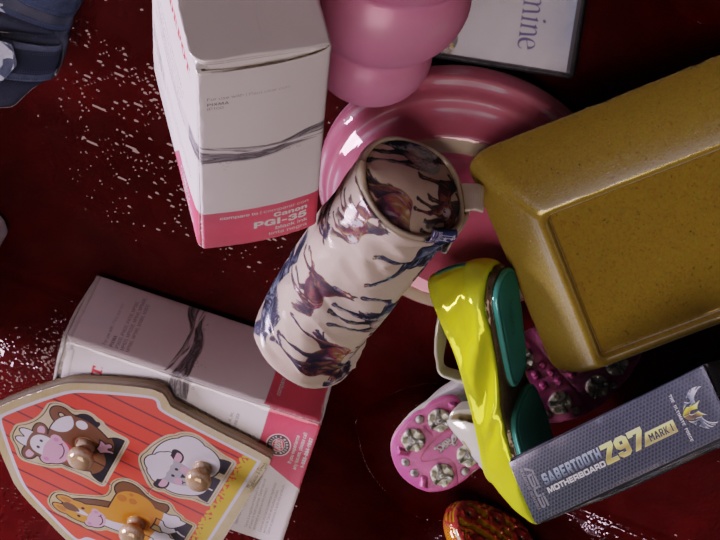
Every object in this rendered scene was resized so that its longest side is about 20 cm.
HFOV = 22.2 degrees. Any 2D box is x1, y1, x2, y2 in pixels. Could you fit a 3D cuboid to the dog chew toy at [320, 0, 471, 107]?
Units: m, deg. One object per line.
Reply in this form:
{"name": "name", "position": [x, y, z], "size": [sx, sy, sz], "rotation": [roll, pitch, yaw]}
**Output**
{"name": "dog chew toy", "position": [0.018, -0.180, 1.100], "size": [0.124, 0.125, 0.201], "rotation": [16, 136, 1]}

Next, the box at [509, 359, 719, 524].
{"name": "box", "position": [0.213, 0.106, 1.247], "size": [0.157, 0.200, 0.051], "rotation": [-30, 79, 30]}

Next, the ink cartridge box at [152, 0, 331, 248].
{"name": "ink cartridge box", "position": [-0.076, -0.128, 1.113], "size": [0.082, 0.147, 0.200], "rotation": [-10, 153, -10]}

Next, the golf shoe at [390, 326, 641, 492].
{"name": "golf shoe", "position": [0.110, 0.084, 1.335], "size": [0.199, 0.092, 0.076], "rotation": [-28, 97, 6]}

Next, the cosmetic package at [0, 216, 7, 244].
{"name": "cosmetic package", "position": [-0.397, -0.005, 1.321], "size": [0.199, 0.165, 0.165], "rotation": [-24, 118, 27]}

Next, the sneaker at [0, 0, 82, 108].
{"name": "sneaker", "position": [-0.283, -0.188, 1.211], "size": [0.201, 0.077, 0.147], "rotation": [21, 126, -5]}

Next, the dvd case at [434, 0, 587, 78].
{"name": "dvd case", "position": [0.048, -0.199, 1.161], "size": [0.199, 0.018, 0.143], "rotation": [9, 127, 6]}

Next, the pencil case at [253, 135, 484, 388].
{"name": "pencil case", "position": [0.000, 0.000, 1.209], "size": [0.089, 0.078, 0.200], "rotation": [21, 139, -14]}

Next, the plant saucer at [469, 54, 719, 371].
{"name": "plant saucer", "position": [0.195, -0.023, 1.196], "size": [0.199, 0.049, 0.201], "rotation": [-22, 127, 7]}

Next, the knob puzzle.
{"name": "knob puzzle", "position": [-0.187, 0.154, 1.373], "size": [0.218, 0.031, 0.221], "rotation": [8, 130, 9]}

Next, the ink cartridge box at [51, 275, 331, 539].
{"name": "ink cartridge box", "position": [-0.132, 0.107, 1.395], "size": [0.199, 0.085, 0.146], "rotation": [17, 130, -2]}

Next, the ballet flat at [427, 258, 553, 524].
{"name": "ballet flat", "position": [0.088, 0.082, 1.257], "size": [0.067, 0.067, 0.201], "rotation": [-2, 117, 26]}

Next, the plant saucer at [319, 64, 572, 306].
{"name": "plant saucer", "position": [0.067, -0.044, 1.246], "size": [0.199, 0.051, 0.201], "rotation": [6, 132, 7]}

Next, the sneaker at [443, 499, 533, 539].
{"name": "sneaker", "position": [0.123, 0.262, 1.463], "size": [0.077, 0.073, 0.200], "rotation": [-23, 116, 39]}
